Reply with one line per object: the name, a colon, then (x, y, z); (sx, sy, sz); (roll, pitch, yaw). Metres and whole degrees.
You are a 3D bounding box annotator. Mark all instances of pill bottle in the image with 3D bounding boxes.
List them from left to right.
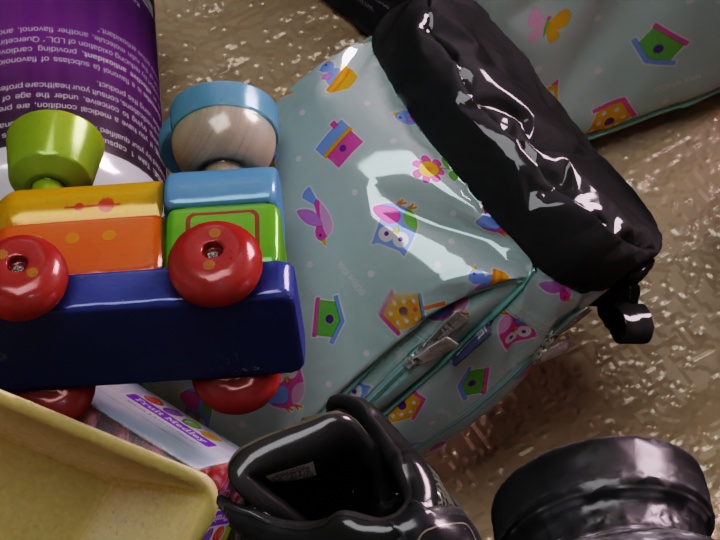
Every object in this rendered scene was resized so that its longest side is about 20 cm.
pill bottle: (-0.139, -0.055, 1.291); (0.112, 0.113, 0.201); (-7, 54, 1)
pill bottle: (0.104, 0.167, 1.108); (0.111, 0.112, 0.201); (-9, 54, -1)

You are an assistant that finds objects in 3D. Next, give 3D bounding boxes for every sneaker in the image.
sneaker: (-0.014, 0.100, 1.116); (0.076, 0.199, 0.115); (-38, 102, -21)

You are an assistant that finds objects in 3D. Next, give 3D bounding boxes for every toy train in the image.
toy train: (-0.122, -0.010, 1.116); (0.199, 0.085, 0.116); (-4, 53, 3)

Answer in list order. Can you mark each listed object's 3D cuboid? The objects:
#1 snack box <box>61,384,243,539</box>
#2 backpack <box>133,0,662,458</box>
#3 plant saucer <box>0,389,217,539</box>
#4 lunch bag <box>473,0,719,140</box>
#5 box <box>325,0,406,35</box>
snack box: (-0.154, 0.090, 1.179); (0.199, 0.053, 0.143); (30, 106, 24)
backpack: (0.000, 0.000, 1.198); (0.200, 0.126, 0.167); (-43, 58, 15)
plant saucer: (-0.183, 0.116, 1.084); (0.201, 0.199, 0.048); (-60, 26, 12)
lunch bag: (0.116, -0.141, 1.295); (0.199, 0.161, 0.077); (-20, 49, -11)
box: (0.045, -0.238, 1.351); (0.200, 0.199, 0.123); (-41, 60, -21)
